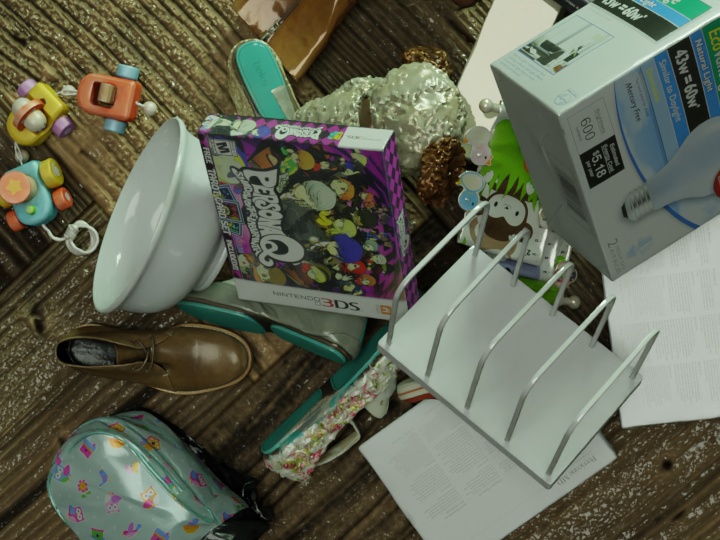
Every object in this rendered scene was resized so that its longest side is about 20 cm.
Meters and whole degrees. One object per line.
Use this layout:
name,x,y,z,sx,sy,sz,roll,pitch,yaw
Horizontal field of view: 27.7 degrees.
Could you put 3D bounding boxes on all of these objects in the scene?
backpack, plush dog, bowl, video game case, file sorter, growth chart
backpack,-0.208,0.228,1.439,0.167,0.127,0.200,-44,81,10
plush dog,0.020,-0.128,1.351,0.171,0.160,0.201,-22,61,29
bowl,-0.179,-0.039,1.421,0.090,0.201,0.202,23,94,-22
video game case,-0.045,-0.046,1.334,0.181,0.036,0.201,8,132,20
file sorter,0.136,0.057,1.268,0.200,0.125,0.139,38,66,17
growth chart,0.156,-0.061,1.389,0.144,0.018,0.201,1,105,-19

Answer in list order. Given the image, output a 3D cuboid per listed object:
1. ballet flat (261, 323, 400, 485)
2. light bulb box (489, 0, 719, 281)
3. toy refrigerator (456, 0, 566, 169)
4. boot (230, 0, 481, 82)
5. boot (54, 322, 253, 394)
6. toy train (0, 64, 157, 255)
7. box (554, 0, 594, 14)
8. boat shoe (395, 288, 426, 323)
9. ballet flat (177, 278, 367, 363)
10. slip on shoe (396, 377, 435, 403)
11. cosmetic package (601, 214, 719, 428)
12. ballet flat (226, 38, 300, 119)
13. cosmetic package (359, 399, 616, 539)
ballet flat,-0.014,0.134,1.444,0.064,0.076,0.200,43,104,-14
light bulb box,0.251,-0.136,1.300,0.200,0.125,0.199,-32,128,-7
toy refrigerator,0.137,-0.201,1.409,0.070,0.076,0.201,23,94,8
boot,-0.004,-0.266,1.434,0.188,0.068,0.200,44,97,6
boot,-0.208,0.089,1.462,0.199,0.075,0.074,3,91,9
toy train,-0.300,-0.122,1.480,0.150,0.056,0.201,18,93,14
box,0.223,-0.332,1.370,0.143,0.036,0.200,39,65,6
boat shoe,0.000,0.000,1.432,0.199,0.076,0.061,23,99,7
ballet flat,-0.085,0.037,1.449,0.199,0.067,0.064,16,72,19
slip on shoe,0.132,0.120,1.351,0.199,0.074,0.061,2,92,4
cosmetic package,0.311,0.042,1.396,0.150,0.052,0.201,-7,89,10
ballet flat,-0.080,-0.131,1.449,0.070,0.065,0.201,-16,82,-16
cosmetic package,0.123,0.175,1.418,0.200,0.052,0.151,-36,83,7
